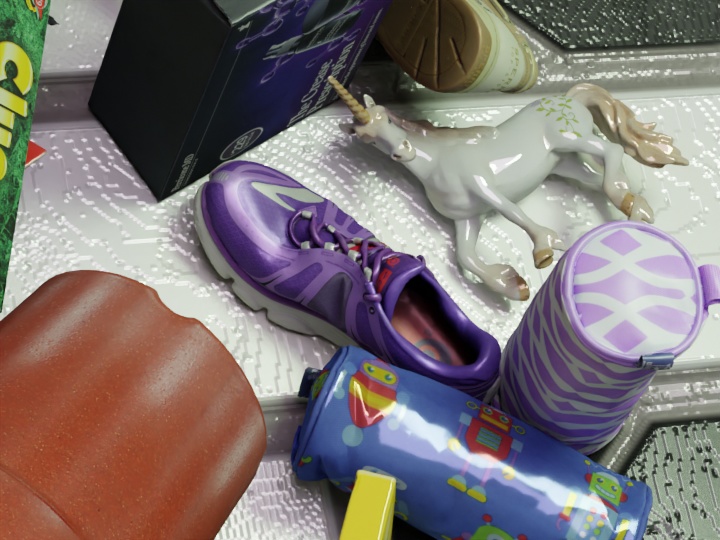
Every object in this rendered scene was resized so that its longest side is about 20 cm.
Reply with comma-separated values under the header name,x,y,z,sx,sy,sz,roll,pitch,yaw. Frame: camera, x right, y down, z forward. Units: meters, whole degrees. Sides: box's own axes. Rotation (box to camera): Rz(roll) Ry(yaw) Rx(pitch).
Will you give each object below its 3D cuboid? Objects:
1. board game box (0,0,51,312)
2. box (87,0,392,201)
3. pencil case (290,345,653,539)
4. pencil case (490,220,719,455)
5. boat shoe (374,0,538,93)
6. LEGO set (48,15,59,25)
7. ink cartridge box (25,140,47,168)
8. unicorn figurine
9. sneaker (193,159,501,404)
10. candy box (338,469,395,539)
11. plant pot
name,x,y,z,sx,sy,sz,roll,pitch,yaw
board game box,-0.209,-0.087,1.375,0.105,0.023,0.201,28,59,-45
box,-0.057,-0.139,1.484,0.141,0.200,0.079,-29,75,-25
pencil case,0.054,0.113,1.463,0.199,0.087,0.078,26,42,-4
pencil case,0.127,0.039,1.454,0.085,0.200,0.084,-10,74,-14
boat shoe,0.028,-0.162,1.580,0.062,0.073,0.200,12,32,-43
LEGO set,-0.165,-0.211,1.562,0.200,0.116,0.154,-30,46,-30
ink cartridge box,-0.295,-0.067,1.426,0.199,0.045,0.176,30,57,28
unicorn figurine,0.081,-0.057,1.566,0.199,0.074,0.138,-18,61,-38
sneaker,0.000,0.000,1.500,0.200,0.084,0.081,36,60,4
candy box,-0.015,0.212,1.381,0.026,0.102,0.201,11,61,6
plant pot,-0.157,0.116,1.348,0.200,0.201,0.195,37,52,4
